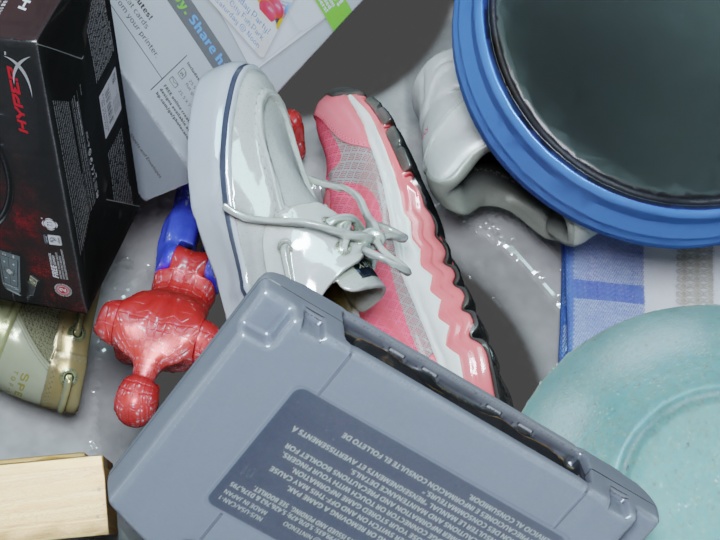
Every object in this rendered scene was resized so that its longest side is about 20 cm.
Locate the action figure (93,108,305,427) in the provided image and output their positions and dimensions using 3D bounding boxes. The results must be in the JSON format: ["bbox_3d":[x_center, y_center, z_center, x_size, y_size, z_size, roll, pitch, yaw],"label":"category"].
[{"bbox_3d":[-0.077,0.015,0.902,0.065,0.099,0.200,12,40,7],"label":"action figure"}]

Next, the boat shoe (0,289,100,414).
[{"bbox_3d":[-0.123,-0.031,0.915,0.063,0.073,0.201,25,64,-6],"label":"boat shoe"}]

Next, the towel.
[{"bbox_3d":[0.193,0.034,0.923,0.199,0.024,0.147,4,62,-1],"label":"towel"}]

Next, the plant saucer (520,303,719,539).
[{"bbox_3d":[0.160,0.107,0.855,0.200,0.039,0.202,0,74,-1],"label":"plant saucer"}]

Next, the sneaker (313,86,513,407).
[{"bbox_3d":[0.000,0.000,0.903,0.087,0.074,0.200,-23,59,3],"label":"sneaker"}]

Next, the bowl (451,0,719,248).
[{"bbox_3d":[0.143,-0.111,0.887,0.200,0.039,0.201,1,78,-5],"label":"bowl"}]

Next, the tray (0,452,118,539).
[{"bbox_3d":[-0.205,0.103,0.819,0.199,0.099,0.037,-4,83,-5],"label":"tray"}]

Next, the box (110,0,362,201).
[{"bbox_3d":[-0.082,-0.151,0.914,0.156,0.041,0.200,56,42,-17],"label":"box"}]

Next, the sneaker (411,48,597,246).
[{"bbox_3d":[0.123,-0.050,0.929,0.199,0.078,0.100,0,52,7],"label":"sneaker"}]

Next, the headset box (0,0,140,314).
[{"bbox_3d":[-0.203,-0.072,0.812,0.200,0.149,0.075,10,45,11],"label":"headset box"}]

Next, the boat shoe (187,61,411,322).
[{"bbox_3d":[-0.015,0.002,0.835,0.086,0.075,0.202,-14,80,25],"label":"boat shoe"}]

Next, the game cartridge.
[{"bbox_3d":[0.005,0.098,0.796,0.200,0.133,0.042,31,27,-20],"label":"game cartridge"}]
